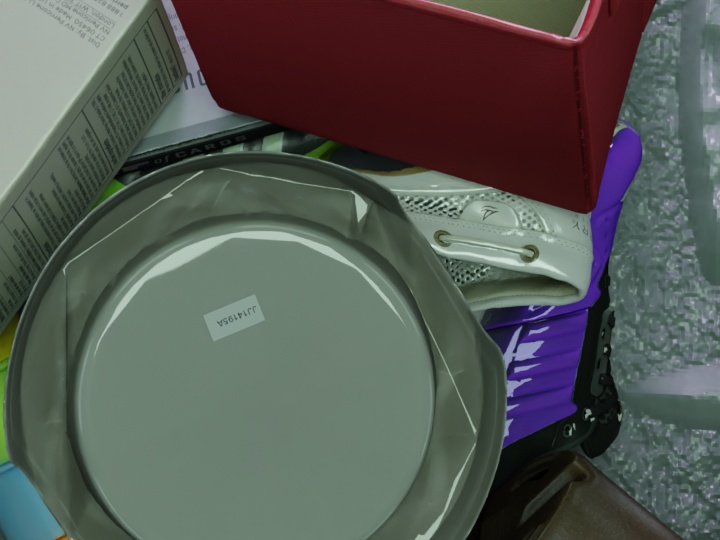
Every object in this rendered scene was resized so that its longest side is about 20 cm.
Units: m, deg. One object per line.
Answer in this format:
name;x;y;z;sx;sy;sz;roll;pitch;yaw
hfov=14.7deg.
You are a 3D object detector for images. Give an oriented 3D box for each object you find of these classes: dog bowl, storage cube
dog bowl;-0.043;0.049;1.112;0.199;0.059;0.201;-1;97;-8
storage cube;0.032;-0.150;1.101;0.199;0.180;0.172;16;74;12

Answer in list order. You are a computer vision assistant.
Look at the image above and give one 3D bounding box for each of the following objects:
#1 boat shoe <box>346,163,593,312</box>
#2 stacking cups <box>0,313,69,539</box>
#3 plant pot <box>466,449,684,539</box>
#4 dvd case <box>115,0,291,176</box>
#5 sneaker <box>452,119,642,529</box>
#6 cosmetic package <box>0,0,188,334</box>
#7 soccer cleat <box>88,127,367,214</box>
boat shoe;0.000;0.000;1.174;0.199;0.071;0.070;-10;57;10
stacking cups;-0.136;0.094;1.210;0.060;0.060;0.201;-29;95;-8
plant pot;0.107;0.195;1.163;0.198;0.200;0.200;43;82;-6
dvd case;-0.116;-0.140;1.220;0.149;0.025;0.201;-15;77;2
sneaker;0.083;0.031;1.248;0.099;0.070;0.201;34;85;-12
cosmetic package;-0.159;-0.036;1.130;0.071;0.105;0.200;33;77;12
soccer cleat;-0.053;-0.067;1.235;0.199;0.068;0.081;-30;89;-5
